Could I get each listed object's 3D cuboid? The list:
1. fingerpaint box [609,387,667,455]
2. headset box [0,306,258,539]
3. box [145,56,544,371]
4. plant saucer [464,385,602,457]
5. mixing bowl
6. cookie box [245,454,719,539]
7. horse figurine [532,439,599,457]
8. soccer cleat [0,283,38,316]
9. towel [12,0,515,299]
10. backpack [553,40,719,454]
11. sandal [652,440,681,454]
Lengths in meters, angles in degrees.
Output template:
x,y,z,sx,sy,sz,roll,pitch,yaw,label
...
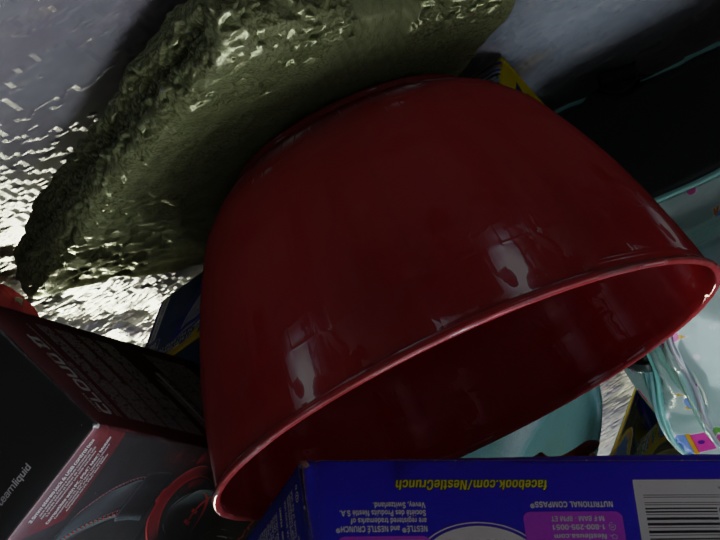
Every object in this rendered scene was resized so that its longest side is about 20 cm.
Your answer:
x,y,z,sx,sy,sz,roll,pitch,yaw,label
0.207,0.051,1.258,0.167,0.073,0.201,119,-4,-62,fingerpaint box
-0.128,0.100,0.855,0.149,0.075,0.200,-52,157,6,headset box
0.000,0.000,0.960,0.200,0.064,0.070,-35,-160,23,box
0.077,0.124,1.135,0.200,0.027,0.201,-51,152,-41,plant saucer
0.019,-0.001,0.824,0.199,0.109,0.200,-23,165,-6,mixing bowl
0.037,0.139,0.874,0.170,0.076,0.200,1,155,-16,cookie box
0.021,0.104,0.969,0.199,0.050,0.133,5,161,22,horse figurine
-0.199,0.038,0.847,0.076,0.067,0.200,7,-167,32,soccer cleat
-0.040,-0.053,0.836,0.148,0.037,0.200,-14,161,-35,towel
0.189,-0.001,1.036,0.175,0.154,0.200,-28,141,0,backpack
0.160,0.138,1.171,0.200,0.080,0.054,-39,-154,58,sandal
